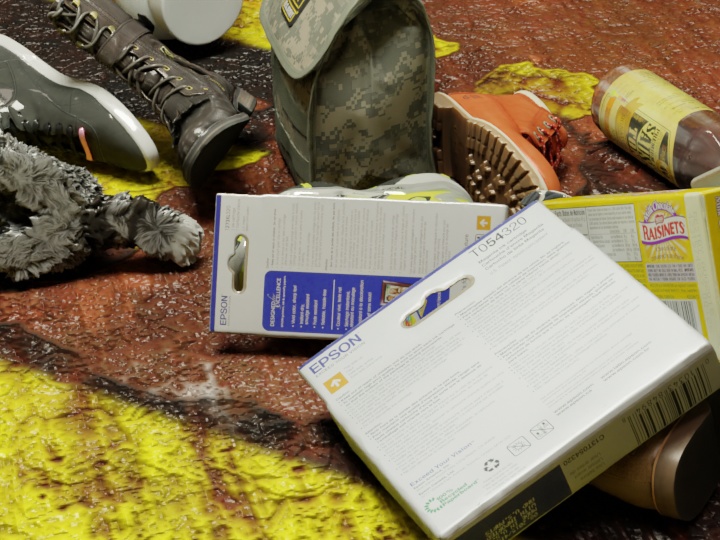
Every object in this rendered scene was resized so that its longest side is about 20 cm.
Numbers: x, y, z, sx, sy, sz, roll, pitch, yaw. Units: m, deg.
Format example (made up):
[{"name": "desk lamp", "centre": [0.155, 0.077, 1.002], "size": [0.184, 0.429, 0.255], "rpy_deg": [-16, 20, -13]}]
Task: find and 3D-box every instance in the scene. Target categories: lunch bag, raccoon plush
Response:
[{"name": "lunch bag", "centre": [-0.010, -0.159, 1.573], "size": [0.116, 0.202, 0.164], "rpy_deg": [-7, 30, -12]}, {"name": "raccoon plush", "centre": [-0.222, -0.043, 1.533], "size": [0.198, 0.097, 0.134], "rpy_deg": [24, 10, -15]}]

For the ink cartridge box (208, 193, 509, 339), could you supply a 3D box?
[{"name": "ink cartridge box", "centre": [0.000, 0.000, 1.394], "size": [0.198, 0.096, 0.037], "rpy_deg": [3, -2, 5]}]

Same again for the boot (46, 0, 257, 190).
[{"name": "boot", "centre": [-0.169, -0.149, 1.602], "size": [0.174, 0.069, 0.200], "rpy_deg": [37, 12, -7]}]

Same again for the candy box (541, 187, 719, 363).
[{"name": "candy box", "centre": [0.176, 0.003, 1.297], "size": [0.026, 0.103, 0.200], "rpy_deg": [-10, 4, -22]}]

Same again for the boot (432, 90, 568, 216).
[{"name": "boot", "centre": [0.122, -0.090, 1.578], "size": [0.106, 0.076, 0.200], "rpy_deg": [-7, 28, -19]}]

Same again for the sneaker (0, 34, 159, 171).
[{"name": "sneaker", "centre": [-0.254, -0.107, 1.639], "size": [0.199, 0.071, 0.099], "rpy_deg": [30, 59, 26]}]

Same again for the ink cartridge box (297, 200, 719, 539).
[{"name": "ink cartridge box", "centre": [0.087, 0.065, 1.261], "size": [0.196, 0.043, 0.200], "rpy_deg": [-35, 37, -8]}]

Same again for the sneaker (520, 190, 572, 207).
[{"name": "sneaker", "centre": [0.191, 0.002, 1.429], "size": [0.199, 0.078, 0.079], "rpy_deg": [26, 20, 32]}]

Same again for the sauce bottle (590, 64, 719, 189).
[{"name": "sauce bottle", "centre": [0.251, -0.096, 1.586], "size": [0.065, 0.067, 0.200], "rpy_deg": [-14, 30, -22]}]

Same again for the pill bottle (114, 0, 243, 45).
[{"name": "pill bottle", "centre": [-0.188, -0.274, 1.877], "size": [0.112, 0.114, 0.200], "rpy_deg": [-18, 33, -28]}]

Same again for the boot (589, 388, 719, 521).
[{"name": "boot", "centre": [0.205, 0.078, 1.280], "size": [0.075, 0.074, 0.200], "rpy_deg": [7, 31, 35]}]

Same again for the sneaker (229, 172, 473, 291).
[{"name": "sneaker", "centre": [0.001, -0.020, 1.453], "size": [0.198, 0.076, 0.076], "rpy_deg": [-16, 32, -22]}]

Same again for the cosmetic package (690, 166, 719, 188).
[{"name": "cosmetic package", "centre": [0.309, -0.058, 1.397], "size": [0.104, 0.072, 0.200], "rpy_deg": [-18, -3, -11]}]
